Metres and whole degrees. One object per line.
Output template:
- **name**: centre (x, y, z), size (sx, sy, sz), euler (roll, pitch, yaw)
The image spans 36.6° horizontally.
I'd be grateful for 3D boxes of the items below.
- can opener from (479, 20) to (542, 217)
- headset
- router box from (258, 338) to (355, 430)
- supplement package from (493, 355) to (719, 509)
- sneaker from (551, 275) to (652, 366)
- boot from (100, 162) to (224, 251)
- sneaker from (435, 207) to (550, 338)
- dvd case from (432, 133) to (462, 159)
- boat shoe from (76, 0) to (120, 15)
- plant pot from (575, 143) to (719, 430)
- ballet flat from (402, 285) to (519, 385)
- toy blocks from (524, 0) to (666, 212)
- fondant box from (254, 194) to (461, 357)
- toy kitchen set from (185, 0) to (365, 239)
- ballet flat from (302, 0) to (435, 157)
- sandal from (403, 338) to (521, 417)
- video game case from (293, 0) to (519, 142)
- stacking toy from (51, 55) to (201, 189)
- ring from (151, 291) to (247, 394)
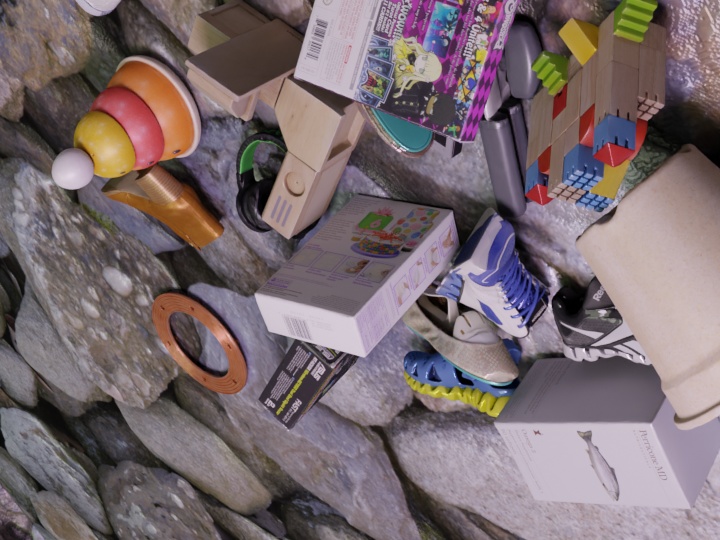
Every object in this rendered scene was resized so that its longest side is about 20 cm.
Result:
- **can opener**: centre (0.146, -0.141, 1.055), size (0.066, 0.053, 0.202), euler (16, 135, 34)
- **headset**: centre (-0.106, -0.070, 1.343), size (0.122, 0.094, 0.202), euler (12, 121, 39)
- **router box**: centre (-0.041, 0.102, 1.396), size (0.062, 0.150, 0.200), euler (41, 144, 6)
- **supplement package**: centre (0.268, 0.171, 1.174), size (0.199, 0.117, 0.118), euler (-9, 118, 45)
- **sneaker**: centre (0.269, 0.045, 1.099), size (0.199, 0.066, 0.091), euler (-6, 122, 51)
- **boot**: centre (-0.278, -0.085, 1.529), size (0.144, 0.071, 0.200), euler (47, 159, -24)
- **sneaker**: centre (0.155, 0.008, 1.158), size (0.114, 0.081, 0.200), euler (31, 167, 3)
- **dvd case**: centre (0.045, -0.218, 1.031), size (0.150, 0.025, 0.201), euler (37, 147, 25)
- **boat shoe**: centre (-0.349, -0.400, 1.287), size (0.086, 0.075, 0.203), euler (-17, 114, 52)
- **plant pot**: centre (0.292, 0.002, 0.940), size (0.184, 0.200, 0.201), euler (50, 145, 7)
- **ballet flat**: centre (0.108, 0.065, 1.246), size (0.199, 0.067, 0.063), euler (32, 125, 50)
- **toy blocks**: centre (0.196, -0.118, 0.929), size (0.099, 0.138, 0.200), euler (15, 155, -14)
- **fondant box**: centre (0.000, 0.000, 1.212), size (0.143, 0.200, 0.059), euler (12, 135, 37)
- **toy kitchen set**: centre (-0.127, -0.155, 1.189), size (0.199, 0.163, 0.181), euler (37, 129, 13)
- **ballet flat**: centre (0.007, -0.196, 1.033), size (0.202, 0.068, 0.067), euler (62, 166, -5)
- **sandal**: centre (0.131, 0.116, 1.316), size (0.199, 0.079, 0.088), euler (8, 101, 46)
- **video game case**: centre (0.046, -0.233, 0.928), size (0.180, 0.036, 0.202), euler (24, 106, 27)
- **stacking toy**: centre (-0.311, -0.165, 1.368), size (0.145, 0.200, 0.147), euler (27, 141, 24)
- **ring**: centre (-0.254, 0.114, 1.737), size (0.199, 0.019, 0.202), euler (28, 141, 25)
